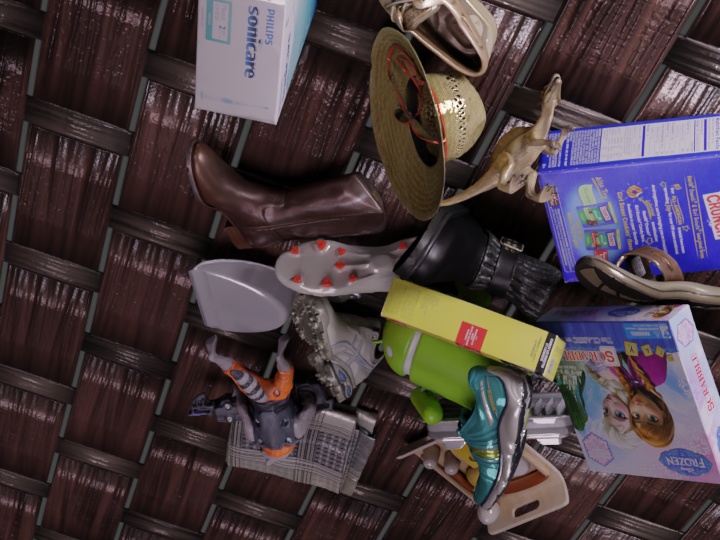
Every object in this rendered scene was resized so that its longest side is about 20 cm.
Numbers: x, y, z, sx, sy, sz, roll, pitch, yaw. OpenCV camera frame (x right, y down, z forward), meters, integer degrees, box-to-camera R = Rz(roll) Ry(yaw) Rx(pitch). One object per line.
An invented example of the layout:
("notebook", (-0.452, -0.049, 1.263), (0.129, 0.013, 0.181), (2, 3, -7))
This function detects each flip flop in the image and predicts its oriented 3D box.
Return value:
("flip flop", (0.316, 0.005, 1.549), (0.198, 0.058, 0.081), (9, 172, -20))

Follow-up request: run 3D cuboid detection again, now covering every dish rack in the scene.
("dish rack", (0.182, 0.185, 1.794), (0.198, 0.172, 0.044), (-5, 93, 15))

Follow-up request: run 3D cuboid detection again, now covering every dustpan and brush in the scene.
("dustpan and brush", (-0.101, 0.031, 1.793), (0.198, 0.058, 0.140), (11, 147, 12))

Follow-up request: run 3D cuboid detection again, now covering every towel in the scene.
("towel", (-0.083, 0.236, 1.998), (0.198, 0.035, 0.193), (14, 136, -1))

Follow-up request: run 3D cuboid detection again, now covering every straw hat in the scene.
("straw hat", (0.083, -0.159, 1.501), (0.084, 0.202, 0.202), (-15, 139, -18))

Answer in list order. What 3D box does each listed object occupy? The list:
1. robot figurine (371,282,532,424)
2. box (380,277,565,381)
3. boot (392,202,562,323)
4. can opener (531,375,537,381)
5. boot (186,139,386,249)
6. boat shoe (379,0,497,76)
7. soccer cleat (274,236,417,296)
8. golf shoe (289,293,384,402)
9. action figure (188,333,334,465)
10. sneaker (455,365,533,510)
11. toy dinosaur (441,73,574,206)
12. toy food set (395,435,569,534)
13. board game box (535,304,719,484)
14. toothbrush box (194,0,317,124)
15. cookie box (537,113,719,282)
("robot figurine", (0.114, 0.094, 1.733), (0.199, 0.116, 0.177), (25, 104, 13))
("box", (0.127, 0.066, 1.630), (0.199, 0.050, 0.075), (21, 177, 17))
("boot", (0.134, 0.001, 1.573), (0.158, 0.211, 0.080), (39, 114, 7))
("can opener", (0.239, 0.113, 1.780), (0.199, 0.067, 0.053), (-21, 130, 24))
("boot", (-0.078, -0.095, 1.643), (0.198, 0.065, 0.187), (-5, 146, 22))
("boat shoe", (0.058, -0.270, 1.433), (0.199, 0.065, 0.071), (35, 132, -21))
("soccer cleat", (0.000, 0.000, 1.693), (0.198, 0.070, 0.078), (-6, 160, -2))
("golf shoe", (-0.024, 0.073, 1.783), (0.097, 0.078, 0.200), (-35, 148, -12))
("action figure", (-0.144, 0.173, 1.869), (0.198, 0.105, 0.194), (-10, 124, 14))
("sneaker", (0.150, 0.189, 1.678), (0.079, 0.078, 0.201), (15, 125, 16))
("toy dinosaur", (0.159, -0.109, 1.513), (0.200, 0.101, 0.058), (-45, 126, 8))
("toy food set", (0.165, 0.278, 1.961), (0.143, 0.061, 0.200), (-30, 122, 36))
("board game box", (0.307, 0.136, 1.618), (0.199, 0.041, 0.201), (-4, 113, 52))
("toothbrush box", (-0.093, -0.261, 1.383), (0.085, 0.201, 0.147), (11, 137, 2))
("cookie box", (0.305, -0.075, 1.561), (0.198, 0.076, 0.172), (-4, 135, 18))
